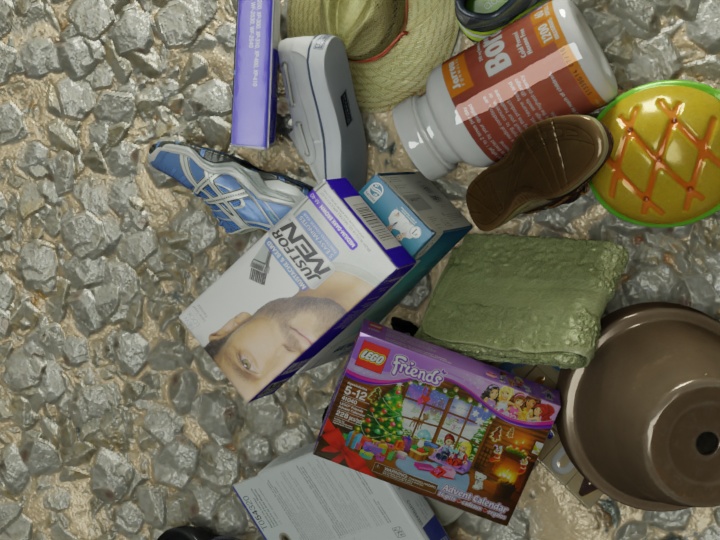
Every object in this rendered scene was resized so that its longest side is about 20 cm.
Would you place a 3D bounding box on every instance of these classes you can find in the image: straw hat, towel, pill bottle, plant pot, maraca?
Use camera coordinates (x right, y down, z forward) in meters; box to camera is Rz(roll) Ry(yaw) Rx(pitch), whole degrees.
[{"bbox_3d":[0.000,-0.259,1.457,0.201,0.085,0.201,2,95,18],"label":"straw hat"},{"bbox_3d":[0.151,0.028,1.398,0.200,0.036,0.148,1,53,37],"label":"towel"},{"bbox_3d":[0.136,-0.169,1.406,0.200,0.112,0.112,-28,86,18],"label":"pill bottle"},{"bbox_3d":[0.289,0.139,1.321,0.200,0.175,0.200,-1,98,-4],"label":"plant pot"},{"bbox_3d":[0.305,-0.113,1.356,0.200,0.107,0.137,-13,99,21],"label":"maraca"}]

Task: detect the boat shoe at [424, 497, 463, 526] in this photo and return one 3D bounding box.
[{"bbox_3d":[0.090,0.159,1.479,0.074,0.060,0.200,4,104,-22],"label":"boat shoe"}]

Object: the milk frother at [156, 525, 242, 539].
[{"bbox_3d":[-0.202,0.374,1.523,0.180,0.200,0.188,39,105,15],"label":"milk frother"}]

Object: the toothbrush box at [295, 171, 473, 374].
[{"bbox_3d":[0.000,0.000,1.449,0.085,0.146,0.200,46,108,10],"label":"toothbrush box"}]

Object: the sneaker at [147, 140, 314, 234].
[{"bbox_3d":[-0.139,-0.081,1.524,0.200,0.076,0.077,23,97,16],"label":"sneaker"}]

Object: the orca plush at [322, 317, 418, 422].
[{"bbox_3d":[0.014,0.151,1.497,0.105,0.071,0.200,36,105,12],"label":"orca plush"}]

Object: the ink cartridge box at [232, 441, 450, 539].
[{"bbox_3d":[-0.010,0.266,1.499,0.200,0.043,0.196,-25,99,41],"label":"ink cartridge box"}]

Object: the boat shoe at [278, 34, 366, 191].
[{"bbox_3d":[-0.039,-0.145,1.466,0.065,0.074,0.200,6,122,24],"label":"boat shoe"}]

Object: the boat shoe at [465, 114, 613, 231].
[{"bbox_3d":[0.180,-0.094,1.378,0.200,0.072,0.072,-38,67,54],"label":"boat shoe"}]

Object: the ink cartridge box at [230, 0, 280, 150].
[{"bbox_3d":[-0.101,-0.219,1.436,0.043,0.200,0.198,3,96,-3],"label":"ink cartridge box"}]

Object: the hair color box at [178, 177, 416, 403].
[{"bbox_3d":[-0.060,0.019,1.362,0.200,0.065,0.109,-43,81,19],"label":"hair color box"}]

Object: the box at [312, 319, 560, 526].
[{"bbox_3d":[0.071,0.144,1.375,0.200,0.039,0.137,20,110,-1],"label":"box"}]

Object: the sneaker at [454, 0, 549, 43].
[{"bbox_3d":[0.171,-0.292,1.398,0.200,0.081,0.074,-41,82,15],"label":"sneaker"}]

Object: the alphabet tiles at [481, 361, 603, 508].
[{"bbox_3d":[0.184,0.128,1.425,0.200,0.008,0.167,44,80,2],"label":"alphabet tiles"}]
